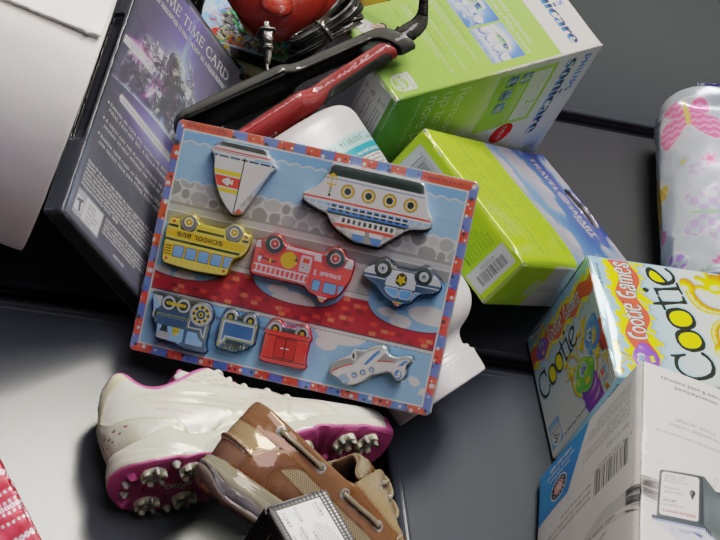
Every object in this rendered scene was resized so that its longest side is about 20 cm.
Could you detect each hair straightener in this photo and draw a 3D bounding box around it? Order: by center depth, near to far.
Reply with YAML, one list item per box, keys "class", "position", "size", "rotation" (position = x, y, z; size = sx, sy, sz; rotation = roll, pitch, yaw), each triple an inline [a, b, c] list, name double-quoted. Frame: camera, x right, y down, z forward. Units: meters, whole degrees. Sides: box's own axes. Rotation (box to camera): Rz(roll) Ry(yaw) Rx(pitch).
- class: "hair straightener"
  position: [-0.040, -0.143, 1.522]
  size: [0.199, 0.041, 0.077]
  rotation: [-34, 69, -6]

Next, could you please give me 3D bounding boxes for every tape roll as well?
- class: "tape roll"
  position: [-0.213, -0.118, 1.467]
  size: [0.070, 0.203, 0.203]
  rotation: [21, 47, -9]

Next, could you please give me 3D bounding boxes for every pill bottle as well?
- class: "pill bottle"
  position: [0.000, 0.000, 1.527]
  size: [0.111, 0.111, 0.201]
  rotation: [-30, 85, -41]

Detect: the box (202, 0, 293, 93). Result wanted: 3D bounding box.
- class: "box"
  position: [-0.077, -0.177, 1.701]
  size: [0.199, 0.035, 0.110]
  rotation: [-27, 68, -40]

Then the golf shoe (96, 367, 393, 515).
- class: "golf shoe"
  position: [-0.074, 0.095, 1.455]
  size: [0.199, 0.076, 0.092]
  rotation: [-2, 51, -30]

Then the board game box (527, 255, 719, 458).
- class: "board game box"
  position: [0.233, 0.071, 1.608]
  size: [0.198, 0.105, 0.104]
  rotation: [7, 51, -21]

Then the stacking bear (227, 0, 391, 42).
- class: "stacking bear"
  position: [-0.017, -0.210, 1.631]
  size: [0.199, 0.114, 0.122]
  rotation: [-16, 63, -47]

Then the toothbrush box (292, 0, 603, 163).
- class: "toothbrush box"
  position: [0.052, -0.124, 1.647]
  size: [0.199, 0.146, 0.086]
  rotation: [-19, 63, -38]

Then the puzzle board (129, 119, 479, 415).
- class: "puzzle board"
  position: [-0.036, -0.003, 1.467]
  size: [0.198, 0.017, 0.152]
  rotation: [12, 91, 5]

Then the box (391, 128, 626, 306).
- class: "box"
  position: [0.107, -0.034, 1.625]
  size: [0.122, 0.048, 0.200]
  rotation: [54, 21, 19]

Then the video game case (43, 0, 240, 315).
- class: "video game case"
  position: [-0.138, -0.087, 1.503]
  size: [0.019, 0.143, 0.201]
  rotation: [0, 60, 26]

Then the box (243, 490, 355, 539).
- class: "box"
  position: [-0.018, 0.250, 1.293]
  size: [0.044, 0.161, 0.201]
  rotation: [-13, 61, -36]

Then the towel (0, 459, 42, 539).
- class: "towel"
  position: [-0.228, 0.199, 1.323]
  size: [0.144, 0.023, 0.201]
  rotation: [-16, 62, -35]

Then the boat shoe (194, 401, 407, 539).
- class: "boat shoe"
  position: [-0.007, 0.148, 1.402]
  size: [0.200, 0.076, 0.072]
  rotation: [36, 80, -30]

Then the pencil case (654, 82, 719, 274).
- class: "pencil case"
  position: [0.268, -0.045, 1.736]
  size: [0.090, 0.083, 0.201]
  rotation: [3, 50, 3]

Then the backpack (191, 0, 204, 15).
- class: "backpack"
  position: [-0.151, -0.264, 1.607]
  size: [0.125, 0.168, 0.201]
  rotation: [8, 43, 7]

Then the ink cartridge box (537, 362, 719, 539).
- class: "ink cartridge box"
  position: [0.174, 0.185, 1.454]
  size: [0.085, 0.147, 0.201]
  rotation: [18, 48, -15]
